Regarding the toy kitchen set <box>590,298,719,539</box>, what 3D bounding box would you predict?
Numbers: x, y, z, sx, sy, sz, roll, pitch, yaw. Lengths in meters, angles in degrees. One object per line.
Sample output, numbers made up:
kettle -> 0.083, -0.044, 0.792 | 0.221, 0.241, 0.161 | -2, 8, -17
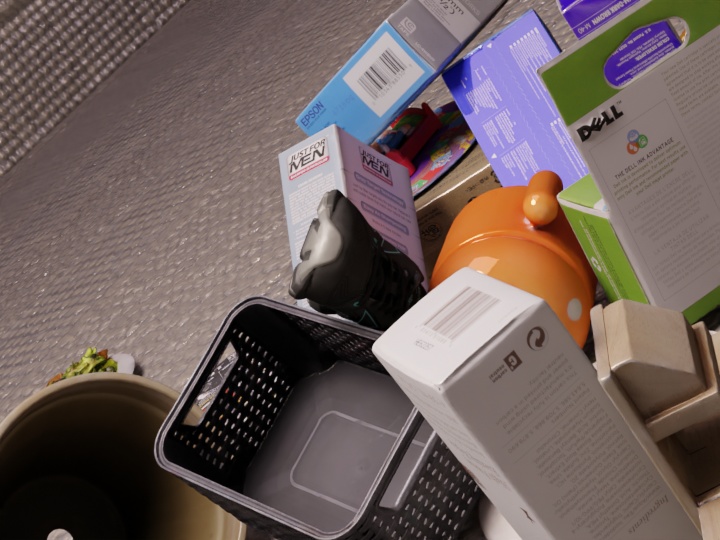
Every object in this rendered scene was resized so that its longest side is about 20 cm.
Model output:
toy kitchen set -> 0.228, 0.050, 0.781 | 0.180, 0.163, 0.200 | -30, 21, 19

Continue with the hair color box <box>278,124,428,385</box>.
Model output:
hair color box -> 0.000, 0.000, 1.244 | 0.060, 0.099, 0.201 | -25, 58, 29

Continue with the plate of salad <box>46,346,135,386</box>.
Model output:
plate of salad -> -0.318, 0.147, 1.681 | 0.200, 0.048, 0.200 | -32, 20, 13

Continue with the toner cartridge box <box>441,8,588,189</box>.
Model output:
toner cartridge box -> 0.147, -0.105, 1.290 | 0.095, 0.043, 0.200 | -33, 56, 13

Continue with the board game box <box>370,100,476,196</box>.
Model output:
board game box -> 0.026, -0.109, 1.452 | 0.158, 0.039, 0.200 | -36, 19, 6

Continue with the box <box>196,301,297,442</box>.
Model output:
box -> -0.050, 0.083, 1.360 | 0.200, 0.050, 0.158 | -39, 20, -5

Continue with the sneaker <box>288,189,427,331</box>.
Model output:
sneaker -> 0.004, -0.002, 1.067 | 0.200, 0.079, 0.076 | 44, -113, -82

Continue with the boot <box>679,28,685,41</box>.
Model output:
boot -> 0.329, -0.194, 1.329 | 0.144, 0.071, 0.201 | -47, 17, -10

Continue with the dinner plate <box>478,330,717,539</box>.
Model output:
dinner plate -> 0.153, 0.099, 1.014 | 0.200, 0.024, 0.200 | -32, 20, 13

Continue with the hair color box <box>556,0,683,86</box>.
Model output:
hair color box -> 0.214, -0.136, 1.174 | 0.065, 0.200, 0.109 | -34, 19, 13

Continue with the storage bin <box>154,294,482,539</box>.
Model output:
storage bin -> -0.022, 0.111, 1.065 | 0.200, 0.094, 0.136 | 15, 70, 45

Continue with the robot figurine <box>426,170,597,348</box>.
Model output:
robot figurine -> 0.107, 0.014, 1.136 | 0.144, 0.117, 0.200 | -34, 12, 23

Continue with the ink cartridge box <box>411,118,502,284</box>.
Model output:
ink cartridge box -> 0.102, -0.077, 1.423 | 0.200, 0.075, 0.165 | -33, 18, 14

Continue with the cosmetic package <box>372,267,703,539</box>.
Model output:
cosmetic package -> 0.101, 0.099, 0.833 | 0.074, 0.200, 0.102 | -39, 19, -8

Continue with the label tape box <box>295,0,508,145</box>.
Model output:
label tape box -> 0.045, -0.191, 1.412 | 0.143, 0.066, 0.200 | -44, 5, 42

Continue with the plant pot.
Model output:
plant pot -> -0.206, 0.192, 1.212 | 0.200, 0.200, 0.173 | -48, 6, -30

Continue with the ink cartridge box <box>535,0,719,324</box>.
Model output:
ink cartridge box -> 0.199, -0.082, 1.057 | 0.148, 0.200, 0.076 | -33, 18, -11
